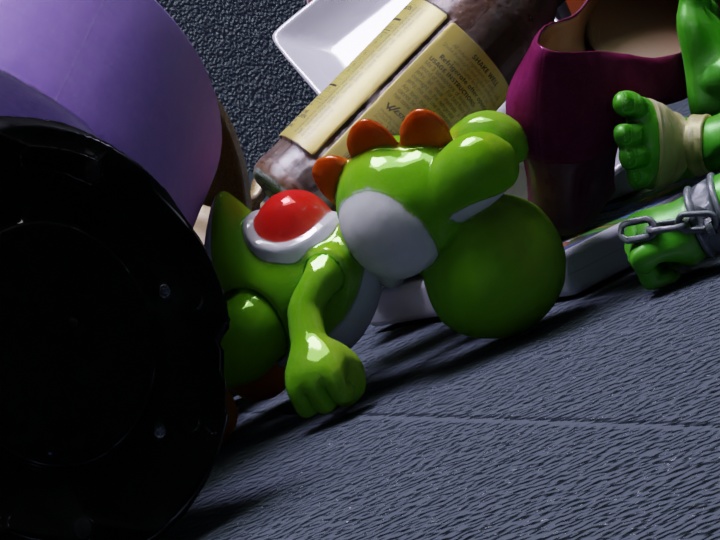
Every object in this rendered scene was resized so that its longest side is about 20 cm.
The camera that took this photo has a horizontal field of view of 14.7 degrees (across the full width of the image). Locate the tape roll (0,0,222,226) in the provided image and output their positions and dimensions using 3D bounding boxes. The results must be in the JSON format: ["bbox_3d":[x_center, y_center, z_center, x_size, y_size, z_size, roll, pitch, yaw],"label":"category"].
[{"bbox_3d":[-0.165,-0.050,1.179,0.199,0.200,0.085,-19,35,35],"label":"tape roll"}]

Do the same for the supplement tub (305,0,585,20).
[{"bbox_3d":[0.081,-0.139,1.395,0.199,0.107,0.107,-18,7,19],"label":"supplement tub"}]

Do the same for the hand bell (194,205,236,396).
[{"bbox_3d":[-0.105,0.056,1.240,0.104,0.104,0.200,-21,18,23],"label":"hand bell"}]

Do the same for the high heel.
[{"bbox_3d":[0.117,-0.110,1.208,0.067,0.096,0.200,11,45,16],"label":"high heel"}]

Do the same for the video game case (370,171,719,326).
[{"bbox_3d":[0.118,-0.024,1.322,0.182,0.022,0.200,-26,7,-26],"label":"video game case"}]

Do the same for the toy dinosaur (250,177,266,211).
[{"bbox_3d":[-0.058,-0.025,1.504,0.101,0.058,0.200,-33,22,19],"label":"toy dinosaur"}]

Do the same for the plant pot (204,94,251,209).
[{"bbox_3d":[-0.190,-0.022,1.421,0.199,0.187,0.186,4,21,37],"label":"plant pot"}]

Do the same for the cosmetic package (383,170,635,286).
[{"bbox_3d":[0.070,-0.050,1.391,0.150,0.052,0.200,-19,7,12],"label":"cosmetic package"}]

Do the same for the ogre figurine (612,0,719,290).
[{"bbox_3d":[0.182,-0.078,1.153,0.119,0.098,0.200,-9,19,29],"label":"ogre figurine"}]

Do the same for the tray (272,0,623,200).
[{"bbox_3d":[0.049,-0.083,1.297,0.107,0.022,0.200,-39,51,-1],"label":"tray"}]

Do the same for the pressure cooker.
[{"bbox_3d":[-0.167,0.045,1.048,0.175,0.179,0.200,-4,-8,-38],"label":"pressure cooker"}]

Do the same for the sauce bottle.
[{"bbox_3d":[0.040,-0.094,1.252,0.200,0.065,0.065,-44,9,-7],"label":"sauce bottle"}]

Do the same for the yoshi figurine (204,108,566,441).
[{"bbox_3d":[0.007,0.014,1.176,0.112,0.113,0.200,21,-44,-41],"label":"yoshi figurine"}]
